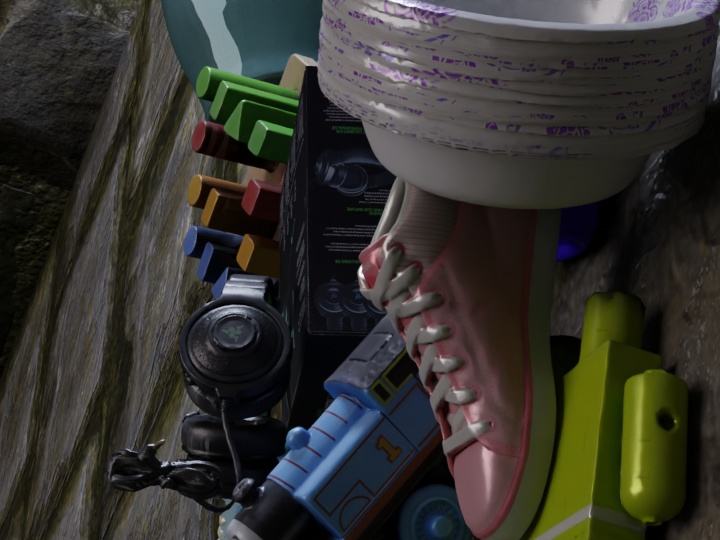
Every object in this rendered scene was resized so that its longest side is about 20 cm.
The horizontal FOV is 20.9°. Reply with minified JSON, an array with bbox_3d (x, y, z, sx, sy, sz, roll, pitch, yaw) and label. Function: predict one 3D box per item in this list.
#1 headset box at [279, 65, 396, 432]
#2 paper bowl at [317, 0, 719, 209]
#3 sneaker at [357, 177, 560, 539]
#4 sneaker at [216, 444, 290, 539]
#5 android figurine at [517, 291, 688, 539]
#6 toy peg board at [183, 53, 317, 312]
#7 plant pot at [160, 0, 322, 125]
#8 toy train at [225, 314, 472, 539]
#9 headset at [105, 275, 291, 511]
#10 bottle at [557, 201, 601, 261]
[{"bbox_3d":[0.000,0.000,1.259,0.174,0.092,0.201,105,165,-61],"label":"headset box"},{"bbox_3d":[0.077,-0.100,0.989,0.201,0.199,0.105,-112,24,-66],"label":"paper bowl"},{"bbox_3d":[0.043,0.037,0.998,0.075,0.104,0.201,139,139,-63],"label":"sneaker"},{"bbox_3d":[-0.079,0.180,1.362,0.200,0.079,0.131,-45,70,29],"label":"sneaker"},{"bbox_3d":[0.106,0.116,0.969,0.182,0.041,0.201,131,152,-57],"label":"android figurine"},{"bbox_3d":[-0.080,-0.053,1.488,0.200,0.097,0.200,48,120,58],"label":"toy peg board"},{"bbox_3d":[-0.079,-0.216,1.718,0.200,0.199,0.189,128,139,-54],"label":"plant pot"},{"bbox_3d":[0.009,0.116,1.088,0.200,0.114,0.087,-47,14,-15],"label":"toy train"},{"bbox_3d":[-0.088,0.080,1.158,0.200,0.093,0.124,-80,-7,-67],"label":"headset"},{"bbox_3d":[0.113,-0.107,1.120,0.083,0.065,0.201,156,128,-67],"label":"bottle"}]
